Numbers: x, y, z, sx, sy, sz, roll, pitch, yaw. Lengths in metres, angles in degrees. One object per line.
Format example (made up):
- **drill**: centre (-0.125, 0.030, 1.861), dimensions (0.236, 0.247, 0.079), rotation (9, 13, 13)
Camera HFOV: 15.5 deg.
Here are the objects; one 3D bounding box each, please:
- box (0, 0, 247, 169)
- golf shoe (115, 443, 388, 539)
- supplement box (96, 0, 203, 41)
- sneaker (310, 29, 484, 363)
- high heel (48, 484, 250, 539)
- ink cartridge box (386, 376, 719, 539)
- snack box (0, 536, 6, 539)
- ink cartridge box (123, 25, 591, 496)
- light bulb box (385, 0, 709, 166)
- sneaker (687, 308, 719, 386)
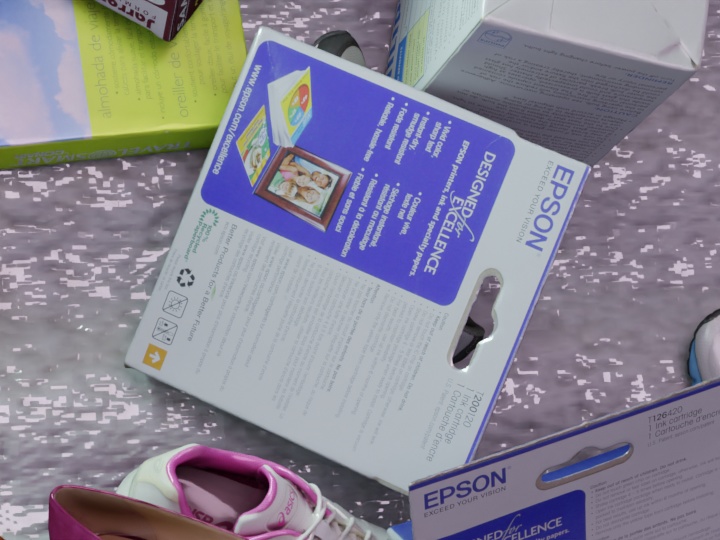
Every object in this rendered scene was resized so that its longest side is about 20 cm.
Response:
- **box**: centre (-0.163, -0.121, 1.452), dimensions (0.199, 0.048, 0.123), rotation (-6, 75, -16)
- **golf shoe**: centre (-0.031, 0.147, 1.384), dimensions (0.199, 0.092, 0.076), rotation (20, 61, -9)
- **supplement box**: centre (-0.098, -0.230, 1.459), dimensions (0.108, 0.061, 0.200), rotation (28, 55, 7)
- **sneaker**: centre (0.017, -0.037, 1.447), dimensions (0.079, 0.074, 0.201), rotation (-18, 83, 22)
- **high heel**: centre (-0.062, 0.151, 1.310), dimensions (0.199, 0.096, 0.068), rotation (-3, 39, 21)
- **ink cartridge box**: centre (0.111, 0.147, 1.378), dimensions (0.197, 0.201, 0.047), rotation (-17, 36, -17)
- **snack box**: centre (-0.192, 0.228, 1.287), dimensions (0.200, 0.068, 0.169), rotation (44, 64, -32)
- **ink cartridge box**: centre (0.000, 0.000, 1.391), dimensions (0.199, 0.043, 0.199), rotation (24, 94, 16)
- **light bulb box**: centre (0.105, -0.176, 1.453), dimensions (0.124, 0.200, 0.199), rotation (13, 72, -11)
- **sneaker**: centre (0.264, 0.098, 1.476), dimensions (0.075, 0.087, 0.200), rotation (-36, 84, -19)
